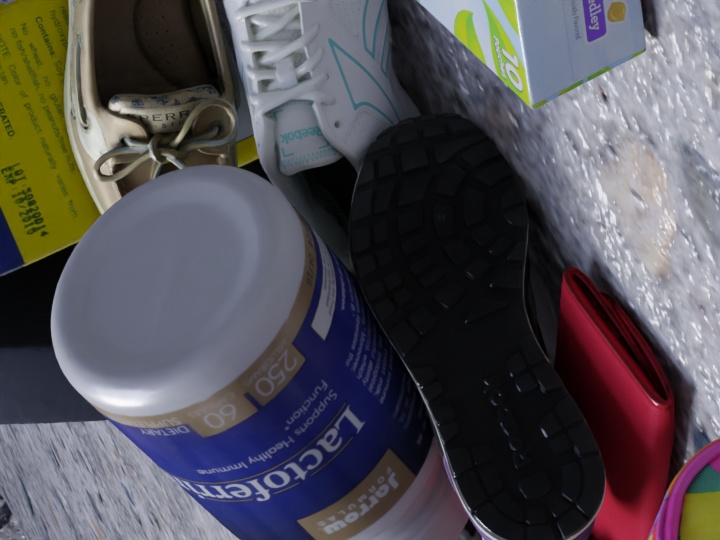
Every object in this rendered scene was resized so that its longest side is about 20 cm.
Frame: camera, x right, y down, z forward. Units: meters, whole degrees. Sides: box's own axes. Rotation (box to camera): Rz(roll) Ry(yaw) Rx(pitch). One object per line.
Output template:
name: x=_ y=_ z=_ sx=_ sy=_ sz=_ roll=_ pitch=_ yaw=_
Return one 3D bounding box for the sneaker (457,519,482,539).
sneaker: x=0.030 y=0.155 z=1.191 sx=0.200 sy=0.080 sz=0.076 roll=60 pitch=-173 yaw=14

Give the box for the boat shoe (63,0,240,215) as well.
boat shoe: x=-0.093 y=-0.093 z=1.087 sx=0.063 sy=0.073 sz=0.200 roll=-147 pitch=44 yaw=-75

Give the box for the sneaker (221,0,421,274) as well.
sneaker: x=-0.020 y=-0.088 z=1.086 sx=0.080 sy=0.070 sz=0.200 roll=-66 pitch=-39 yaw=-52

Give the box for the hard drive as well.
hard drive: x=-0.128 y=0.017 z=1.216 sx=0.135 sy=0.200 sz=0.042 roll=-105 pitch=16 yaw=-53

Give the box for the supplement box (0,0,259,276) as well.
supplement box: x=-0.109 y=-0.092 z=1.176 sx=0.109 sy=0.200 sz=0.110 roll=69 pitch=166 yaw=-15

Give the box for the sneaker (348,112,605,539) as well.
sneaker: x=0.045 y=0.035 z=1.070 sx=0.088 sy=0.076 sz=0.200 roll=79 pitch=176 yaw=-68

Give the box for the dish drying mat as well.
dish drying mat: x=0.106 y=0.080 z=1.083 sx=0.077 sy=0.018 sz=0.200 roll=56 pitch=163 yaw=31

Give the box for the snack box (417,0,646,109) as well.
snack box: x=0.030 y=-0.173 z=0.851 sx=0.142 sy=0.053 sz=0.200 roll=47 pitch=158 yaw=45

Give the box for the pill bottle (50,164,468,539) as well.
pill bottle: x=-0.034 y=0.053 z=1.087 sx=0.116 sy=0.116 sz=0.200 roll=50 pitch=-179 yaw=44

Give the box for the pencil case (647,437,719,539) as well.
pencil case: x=0.137 y=0.129 z=0.938 sx=0.088 sy=0.088 sz=0.200 roll=58 pitch=166 yaw=21

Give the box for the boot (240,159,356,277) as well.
boot: x=0.000 y=0.000 z=1.226 sx=0.200 sy=0.074 sz=0.075 roll=50 pitch=169 yaw=36
